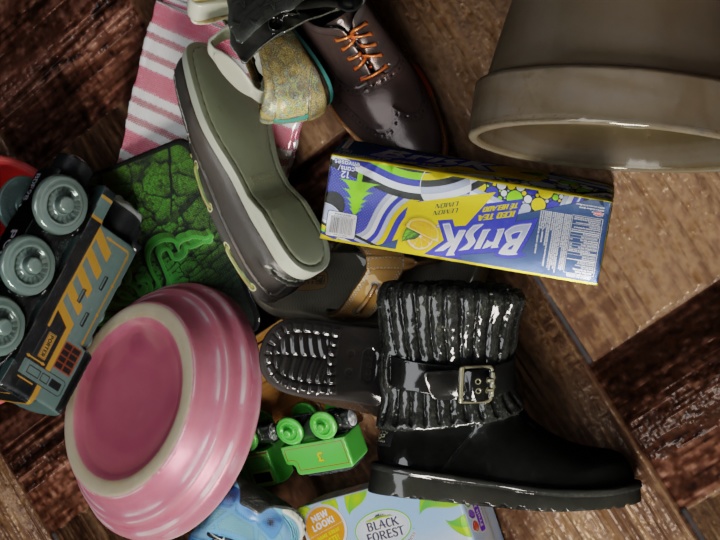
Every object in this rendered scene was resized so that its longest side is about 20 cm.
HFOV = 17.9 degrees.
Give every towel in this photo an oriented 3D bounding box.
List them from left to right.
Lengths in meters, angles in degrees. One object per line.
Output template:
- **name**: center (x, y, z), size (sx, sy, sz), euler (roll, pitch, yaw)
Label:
- **towel**: center (-0.113, -0.101, 1.761), size (0.146, 0.030, 0.200), euler (25, 113, 22)

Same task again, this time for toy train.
- **toy train**: center (-0.240, 0.013, 1.731), size (0.085, 0.114, 0.200), euler (1, 60, 52)
- **toy train**: center (-0.085, 0.139, 1.743), size (0.200, 0.042, 0.057), euler (-12, 105, 30)

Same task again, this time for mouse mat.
- **mouse mat**: center (-0.176, -0.005, 1.799), size (0.200, 0.008, 0.161), euler (-18, 96, 39)

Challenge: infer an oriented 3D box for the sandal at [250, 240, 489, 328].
- **sandal**: center (0.000, 0.000, 1.687), size (0.200, 0.055, 0.082), euler (3, 75, 27)

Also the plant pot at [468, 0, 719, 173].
- **plant pot**: center (0.179, -0.164, 1.516), size (0.200, 0.200, 0.174), euler (3, 85, 27)

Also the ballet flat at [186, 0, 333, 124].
- **ballet flat**: center (-0.089, -0.185, 1.673), size (0.071, 0.071, 0.200), euler (-46, 59, 27)

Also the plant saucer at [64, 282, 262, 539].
- **plant saucer**: center (-0.158, 0.103, 1.727), size (0.200, 0.051, 0.201), euler (-20, 60, 41)

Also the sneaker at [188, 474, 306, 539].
- **sneaker**: center (-0.103, 0.229, 1.739), size (0.078, 0.090, 0.200), euler (30, 142, 4)

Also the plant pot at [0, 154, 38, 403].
- **plant pot**: center (-0.349, 0.000, 1.813), size (0.177, 0.200, 0.201), euler (8, 104, 45)

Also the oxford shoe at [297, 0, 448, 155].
- **oxford shoe**: center (-0.004, -0.154, 1.654), size (0.071, 0.073, 0.200), euler (-34, 83, 2)

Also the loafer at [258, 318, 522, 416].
- **loafer**: center (0.022, 0.073, 1.673), size (0.200, 0.071, 0.073), euler (15, 84, -9)

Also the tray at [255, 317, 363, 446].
- **tray**: center (-0.103, 0.124, 1.790), size (0.200, 0.037, 0.099), euler (-33, 83, 30)

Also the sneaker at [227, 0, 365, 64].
- **sneaker**: center (-0.010, -0.226, 1.605), size (0.199, 0.060, 0.104), euler (-19, 71, -9)

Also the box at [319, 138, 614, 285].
- **box**: center (0.075, -0.042, 1.610), size (0.199, 0.070, 0.064), euler (10, 103, 5)

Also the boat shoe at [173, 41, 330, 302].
- **boat shoe**: center (-0.094, -0.073, 1.691), size (0.061, 0.072, 0.202), euler (-38, 71, 38)

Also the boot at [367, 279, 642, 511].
- **boot**: center (0.107, 0.088, 1.615), size (0.211, 0.079, 0.158), euler (7, 87, -18)

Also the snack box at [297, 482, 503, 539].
- **snack box**: center (0.050, 0.253, 1.724), size (0.142, 0.053, 0.200), euler (-18, 91, 29)
